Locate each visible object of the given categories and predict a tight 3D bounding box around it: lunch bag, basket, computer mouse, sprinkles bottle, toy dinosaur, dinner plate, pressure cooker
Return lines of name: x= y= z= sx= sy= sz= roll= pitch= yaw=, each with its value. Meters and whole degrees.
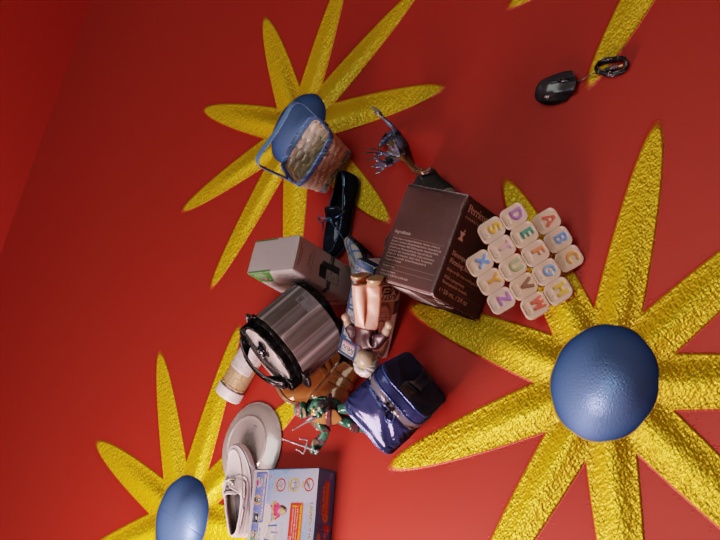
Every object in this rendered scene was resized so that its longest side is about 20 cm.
lunch bag: x=0.071 y=0.238 z=1.572 sx=0.136 sy=0.200 sz=0.133 roll=46 pitch=107 yaw=9
basket: x=-0.136 y=-0.285 z=1.996 sx=0.178 sy=0.199 sz=0.139 roll=-52 pitch=46 yaw=9
computer mouse: x=0.428 y=-0.377 z=1.645 sx=0.197 sy=0.034 sz=0.060 roll=-18 pitch=59 yaw=36
sprinkles bottle: x=-0.267 y=0.214 z=1.989 sx=0.068 sy=0.068 sz=0.202 roll=35 pitch=96 yaw=45
toy dinosaur: x=0.077 y=-0.267 z=1.877 sx=0.198 sy=0.182 sz=0.106 roll=36 pitch=118 yaw=4
dinner plate: x=-0.257 y=0.403 z=1.930 sx=0.197 sy=0.024 sz=0.205 roll=-19 pitch=60 yaw=35
pressure cooker: x=-0.152 y=0.145 z=1.766 sx=0.199 sy=0.181 sz=0.175 roll=-40 pitch=24 yaw=-22

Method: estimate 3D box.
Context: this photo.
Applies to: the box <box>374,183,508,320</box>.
box: x=0.160 y=-0.036 z=1.643 sx=0.162 sy=0.165 sz=0.204 roll=16 pitch=83 yaw=45

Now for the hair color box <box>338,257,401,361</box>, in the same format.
hair color box: x=0.025 y=0.079 z=1.719 sx=0.060 sy=0.099 sz=0.204 roll=27 pitch=111 yaw=43

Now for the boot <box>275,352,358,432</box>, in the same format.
boot: x=-0.092 y=0.237 z=1.823 sx=0.199 sy=0.073 sz=0.157 roll=33 pitch=93 yaw=37

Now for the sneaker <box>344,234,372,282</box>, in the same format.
sneaker: x=0.000 y=0.000 z=1.839 sx=0.072 sy=0.072 sz=0.202 roll=-39 pitch=49 yaw=14

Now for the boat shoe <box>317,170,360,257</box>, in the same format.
boat shoe: x=-0.061 y=-0.135 z=1.956 sx=0.083 sy=0.068 sz=0.205 roll=-5 pitch=69 yaw=40

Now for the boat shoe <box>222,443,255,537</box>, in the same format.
boat shoe: x=-0.271 y=0.484 z=1.854 sx=0.073 sy=0.065 sz=0.204 roll=-25 pitch=67 yaw=32

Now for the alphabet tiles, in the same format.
alphabet tiles: x=0.300 y=-0.018 z=1.542 sx=0.193 sy=0.015 sz=0.203 roll=-30 pitch=75 yaw=4

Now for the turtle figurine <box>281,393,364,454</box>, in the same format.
turtle figurine: x=-0.065 y=0.296 z=1.688 sx=0.195 sy=0.151 sz=0.102 roll=1 pitch=52 yaw=6

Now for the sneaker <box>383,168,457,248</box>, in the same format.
sneaker: x=0.116 y=-0.120 z=1.795 sx=0.199 sy=0.075 sz=0.107 roll=-42 pitch=44 yaw=8

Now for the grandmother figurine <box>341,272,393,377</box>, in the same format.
grandmother figurine: x=0.009 y=0.109 z=1.636 sx=0.120 sy=0.060 sz=0.205 roll=14 pitch=110 yaw=46

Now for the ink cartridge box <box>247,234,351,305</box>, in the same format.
ink cartridge box: x=-0.128 y=0.005 z=1.865 sx=0.144 sy=0.199 sz=0.085 roll=-5 pitch=64 yaw=39

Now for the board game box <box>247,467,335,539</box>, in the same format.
board game box: x=-0.148 y=0.519 z=1.754 sx=0.193 sy=0.055 sz=0.205 roll=-11 pitch=65 yaw=38
